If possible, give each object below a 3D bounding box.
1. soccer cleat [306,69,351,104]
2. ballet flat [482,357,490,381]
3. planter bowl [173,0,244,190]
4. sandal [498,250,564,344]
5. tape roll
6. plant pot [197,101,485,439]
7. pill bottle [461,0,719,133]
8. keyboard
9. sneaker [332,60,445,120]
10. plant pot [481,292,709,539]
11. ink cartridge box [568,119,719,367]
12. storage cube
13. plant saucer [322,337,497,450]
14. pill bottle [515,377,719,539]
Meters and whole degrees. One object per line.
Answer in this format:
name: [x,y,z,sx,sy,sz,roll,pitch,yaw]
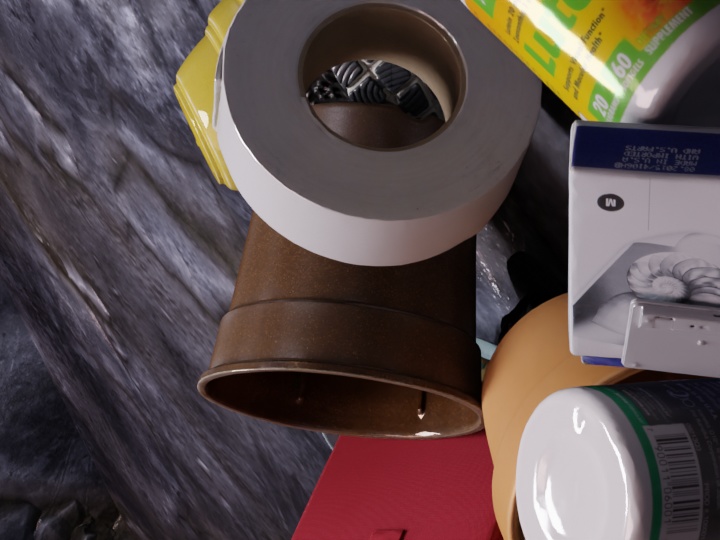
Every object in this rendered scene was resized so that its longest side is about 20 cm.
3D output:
soccer cleat: [-0.006,-0.132,1.330,0.068,0.073,0.200,-1,153,17]
ballet flat: [0.127,0.141,1.366,0.063,0.069,0.200,0,139,46]
planter bowl: [-0.100,-0.129,1.443,0.201,0.083,0.200,63,176,8]
sandal: [0.139,0.072,1.302,0.075,0.048,0.201,38,155,45]
tape roll: [0.009,-0.107,1.093,0.203,0.202,0.071,52,162,15]
plant pot: [0.000,0.000,1.210,0.200,0.200,0.199,132,147,-71]
pill bottle: [0.115,-0.153,0.890,0.200,0.111,0.111,48,160,25]
keyboard: [0.232,0.043,0.863,0.200,0.011,0.056,7,149,7]
sneaker: [0.005,-0.182,1.212,0.200,0.077,0.080,54,-160,-18]
plant pot: [0.163,0.102,1.098,0.140,0.200,0.200,-122,9,-56]
ink cartridge box: [0.203,0.010,0.867,0.199,0.041,0.200,3,142,12]
storage cube: [0.073,0.203,1.283,0.200,0.180,0.171,-9,126,32]
plant saucer: [0.065,0.111,1.430,0.039,0.201,0.201,-77,-25,-48]
pill bottle: [0.196,0.115,0.960,0.113,0.200,0.113,2,92,61]
